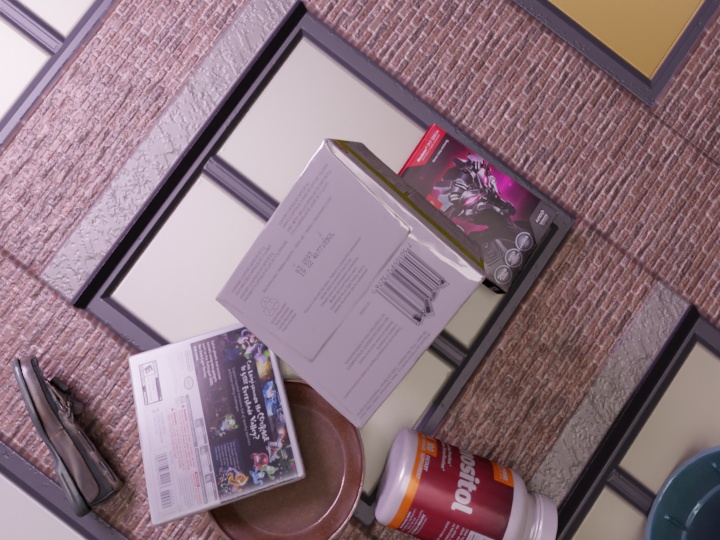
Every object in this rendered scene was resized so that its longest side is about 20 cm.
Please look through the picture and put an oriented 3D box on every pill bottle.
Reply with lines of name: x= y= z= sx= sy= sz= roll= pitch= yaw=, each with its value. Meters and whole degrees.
pill bottle: x=0.124 y=0.276 z=0.731 sx=0.197 sy=0.113 sz=0.115 roll=22 pitch=85 yaw=-2

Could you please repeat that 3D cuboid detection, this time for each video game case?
video game case: x=-0.175 y=0.173 z=0.737 sx=0.178 sy=0.023 sz=0.203 roll=-17 pitch=68 yaw=-4

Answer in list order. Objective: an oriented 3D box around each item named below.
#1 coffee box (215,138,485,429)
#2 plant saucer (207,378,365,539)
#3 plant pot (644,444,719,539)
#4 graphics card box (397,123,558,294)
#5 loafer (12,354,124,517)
coffee box: x=0.000 y=0.000 z=0.678 sx=0.199 sy=0.198 sz=0.201 roll=39 pitch=104 yaw=1
plant saucer: x=-0.091 y=0.235 z=0.739 sx=0.196 sy=0.037 sz=0.205 roll=-1 pitch=69 yaw=3
plant pot: x=0.480 y=0.344 z=0.717 sx=0.195 sy=0.200 sz=0.202 roll=35 pitch=85 yaw=-9
graphics card box: x=0.135 y=-0.077 z=0.787 sx=0.199 sy=0.051 sz=0.126 roll=36 pitch=85 yaw=-1
loafer: x=-0.350 y=0.190 z=0.741 sx=0.062 sy=0.072 sz=0.203 roll=-23 pitch=95 yaw=-24
